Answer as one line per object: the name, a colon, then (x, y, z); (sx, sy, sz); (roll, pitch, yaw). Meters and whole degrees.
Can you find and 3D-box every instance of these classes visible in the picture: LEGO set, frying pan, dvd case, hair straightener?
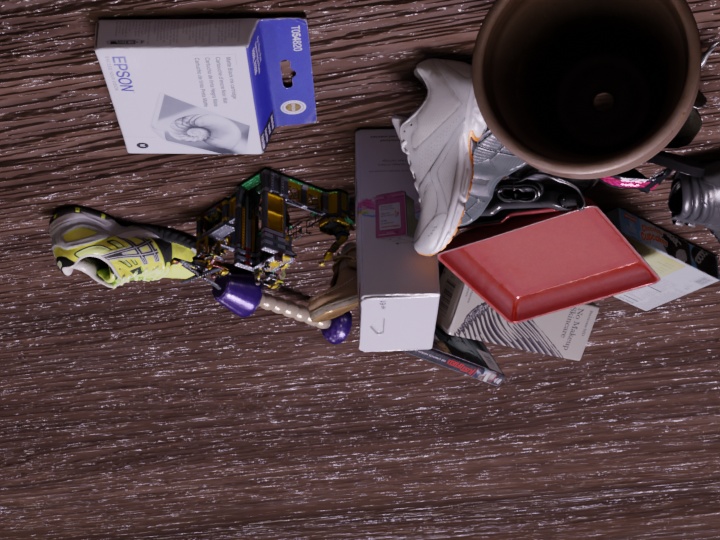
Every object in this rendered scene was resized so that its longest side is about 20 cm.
LEGO set: (-0.105, -0.020, 1.752); (0.200, 0.116, 0.154); (-22, 148, 36)
frying pan: (0.200, -0.094, 1.719); (0.115, 0.031, 0.190); (12, 149, -19)
dvd case: (0.082, 0.068, 1.926); (0.200, 0.146, 0.022); (20, 117, -39)
hair straightener: (0.157, -0.076, 1.685); (0.200, 0.041, 0.077); (1, 157, 41)

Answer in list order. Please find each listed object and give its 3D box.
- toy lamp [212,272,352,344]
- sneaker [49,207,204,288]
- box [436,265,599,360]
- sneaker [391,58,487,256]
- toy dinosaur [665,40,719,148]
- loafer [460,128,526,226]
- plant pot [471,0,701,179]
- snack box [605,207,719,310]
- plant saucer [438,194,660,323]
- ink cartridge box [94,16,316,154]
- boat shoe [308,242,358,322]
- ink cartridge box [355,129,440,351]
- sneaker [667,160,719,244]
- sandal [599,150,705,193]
toy lamp: (-0.100, 0.047, 1.963); (0.200, 0.058, 0.058); (20, 148, -36)
sneaker: (-0.275, -0.011, 1.815); (0.200, 0.077, 0.075); (12, 150, -28)
box: (0.193, 0.051, 1.931); (0.200, 0.082, 0.068); (11, -166, -25)
sneaker: (0.069, -0.116, 1.526); (0.092, 0.200, 0.076); (13, -170, -5)
toy dinosaur: (0.302, -0.152, 1.544); (0.102, 0.077, 0.200); (7, 152, 15)
loafer: (0.131, -0.126, 1.612); (0.072, 0.063, 0.200); (14, 140, -23)
plant pot: (0.214, -0.169, 1.403); (0.200, 0.201, 0.175); (-8, 170, 14)
snack box: (0.333, -0.011, 1.877); (0.200, 0.037, 0.116); (22, 144, -39)
plant saucer: (0.219, -0.016, 1.782); (0.200, 0.037, 0.200); (-17, 146, 26)
ink cartridge box: (-0.146, -0.178, 1.514); (0.199, 0.041, 0.200); (-2, 154, 2)
boat shoe: (0.000, 0.000, 1.760); (0.074, 0.069, 0.200); (-27, -179, 41)
ink cartridge box: (0.037, -0.030, 1.643); (0.084, 0.200, 0.145); (0, 155, -1)
sneaker: (0.399, -0.064, 1.741); (0.099, 0.071, 0.200); (-4, 148, 10)
sandal: (0.262, -0.106, 1.572); (0.200, 0.045, 0.075); (12, -175, 37)
